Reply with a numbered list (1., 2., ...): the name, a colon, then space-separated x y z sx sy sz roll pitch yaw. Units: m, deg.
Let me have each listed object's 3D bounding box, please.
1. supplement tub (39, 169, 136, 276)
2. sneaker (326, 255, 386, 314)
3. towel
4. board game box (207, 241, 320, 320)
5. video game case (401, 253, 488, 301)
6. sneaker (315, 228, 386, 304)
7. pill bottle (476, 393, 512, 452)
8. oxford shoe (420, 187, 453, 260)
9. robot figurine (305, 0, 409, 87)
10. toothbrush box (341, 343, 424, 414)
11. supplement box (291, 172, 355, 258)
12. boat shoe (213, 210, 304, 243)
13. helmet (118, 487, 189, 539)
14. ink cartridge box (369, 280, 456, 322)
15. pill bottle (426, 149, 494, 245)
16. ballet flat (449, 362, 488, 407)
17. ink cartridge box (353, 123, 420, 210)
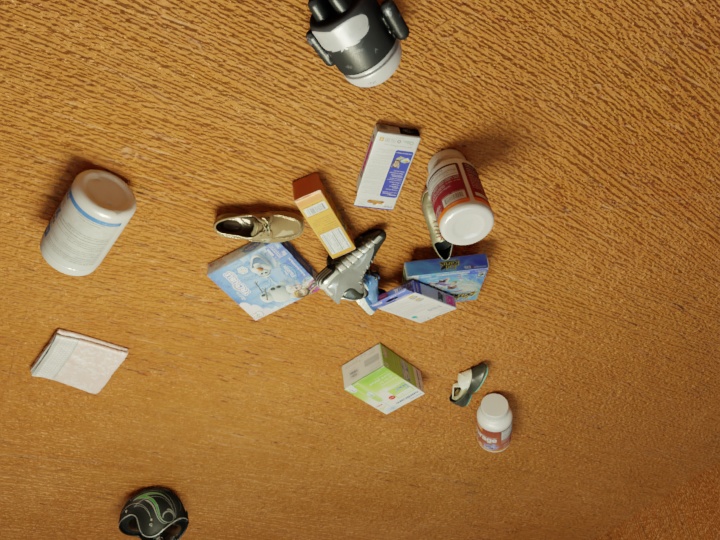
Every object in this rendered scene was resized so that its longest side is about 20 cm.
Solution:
1. supplement tub: -0.560 -0.097 1.475 0.132 0.132 0.200 25 126 -31
2. sneaker: -0.006 0.017 1.747 0.089 0.079 0.200 -43 124 1
3. towel: -0.733 0.241 1.870 0.190 0.032 0.200 23 128 -30
4. board game box: -0.227 0.015 1.715 0.198 0.044 0.200 -25 134 17
5. video game case: 0.202 0.028 1.770 0.199 0.046 0.181 -6 154 -4
6. sneaker: 0.000 0.000 1.670 0.200 0.075 0.116 -40 114 -4
7. pill bottle: 0.423 0.479 2.268 0.112 0.113 0.201 -10 136 1
8. oxford shoe: 0.185 -0.107 1.638 0.070 0.075 0.200 -16 136 7
9. robot figurine: -0.009 -0.416 1.250 0.125 0.150 0.200 -46 131 -4
10. toothbrush box: 0.065 0.312 2.049 0.145 0.086 0.200 -32 134 23
11. supplement box: -0.080 -0.118 1.587 0.069 0.067 0.200 -21 136 8
12. boat shoe: -0.221 -0.092 1.570 0.199 0.065 0.072 -2 99 -6
13. helmet: -0.684 0.812 2.360 0.200 0.190 0.201 -38 148 -28
14. ink cartridge box: 0.128 0.075 1.748 0.119 0.042 0.200 -26 150 36
15. pill bottle: 0.201 -0.158 1.496 0.112 0.201 0.113 -5 137 -5
16. ballet flat: 0.316 0.345 2.144 0.068 0.068 0.200 11 133 -9
17. ink cartridge box: 0.052 -0.216 1.530 0.094 0.037 0.201 5 132 -16
